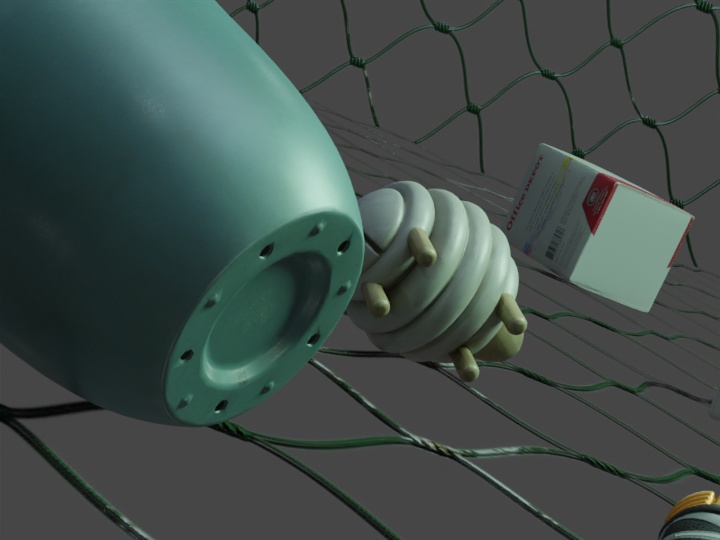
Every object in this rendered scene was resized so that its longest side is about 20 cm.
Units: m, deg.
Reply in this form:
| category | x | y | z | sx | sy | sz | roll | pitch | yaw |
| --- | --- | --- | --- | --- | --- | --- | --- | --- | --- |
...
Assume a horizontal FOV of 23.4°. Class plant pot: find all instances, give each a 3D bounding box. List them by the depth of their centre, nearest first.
| category | x | y | z | sx | sy | sz | roll | pitch | yaw |
| --- | --- | --- | --- | --- | --- | --- | --- | --- | --- |
| plant pot | -0.096 | -0.023 | 0.824 | 0.161 | 0.201 | 0.200 | 41 | 15 | 27 |

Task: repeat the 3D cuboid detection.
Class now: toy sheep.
| category | x | y | z | sx | sy | sz | roll | pitch | yaw |
| --- | --- | --- | --- | --- | --- | --- | --- | --- | --- |
| toy sheep | 0.044 | 0.002 | 1.255 | 0.200 | 0.138 | 0.138 | 41 | 0 | -27 |

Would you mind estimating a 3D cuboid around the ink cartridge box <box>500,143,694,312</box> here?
| category | x | y | z | sx | sy | sz | roll | pitch | yaw |
| --- | --- | --- | --- | --- | --- | --- | --- | --- | --- |
| ink cartridge box | 0.309 | -0.059 | 2.308 | 0.144 | 0.146 | 0.200 | 20 | 10 | -30 |

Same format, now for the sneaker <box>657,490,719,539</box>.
| category | x | y | z | sx | sy | sz | roll | pitch | yaw |
| --- | --- | --- | --- | --- | --- | --- | --- | --- | --- |
| sneaker | 0.231 | 0.185 | 0.874 | 0.199 | 0.079 | 0.077 | 24 | 21 | 24 |

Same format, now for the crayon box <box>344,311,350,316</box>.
| category | x | y | z | sx | sy | sz | roll | pitch | yaw |
| --- | --- | --- | --- | --- | --- | --- | --- | --- | --- |
| crayon box | 0.000 | 0.000 | 1.399 | 0.199 | 0.052 | 0.126 | 17 | 11 | -42 |

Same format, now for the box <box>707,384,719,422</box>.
| category | x | y | z | sx | sy | sz | roll | pitch | yaw |
| --- | --- | --- | --- | --- | --- | --- | --- | --- | --- |
| box | 0.476 | 0.095 | 1.645 | 0.199 | 0.200 | 0.171 | 30 | 10 | 33 |
